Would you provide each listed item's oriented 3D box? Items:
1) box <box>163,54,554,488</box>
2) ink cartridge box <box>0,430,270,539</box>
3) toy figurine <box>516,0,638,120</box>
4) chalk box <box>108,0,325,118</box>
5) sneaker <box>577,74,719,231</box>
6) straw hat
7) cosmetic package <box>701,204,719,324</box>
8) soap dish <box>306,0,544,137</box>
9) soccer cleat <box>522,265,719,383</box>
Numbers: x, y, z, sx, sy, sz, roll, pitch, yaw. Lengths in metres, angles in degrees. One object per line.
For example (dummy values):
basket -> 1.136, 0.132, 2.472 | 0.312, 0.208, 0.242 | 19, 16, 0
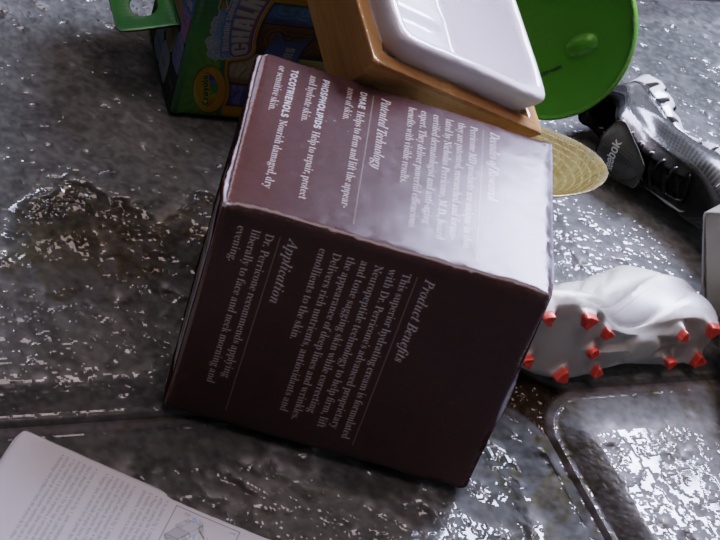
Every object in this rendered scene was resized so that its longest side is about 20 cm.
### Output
box -> 0.000, 0.000, 1.010 | 0.198, 0.167, 0.165 | 16, 37, -7
ink cartridge box -> -0.138, 0.187, 0.822 | 0.172, 0.044, 0.201 | 23, 38, 2
toy figurine -> 0.150, -0.204, 1.374 | 0.151, 0.198, 0.184 | 68, 22, -5
chalk box -> -0.089, -0.199, 1.241 | 0.198, 0.125, 0.125 | 4, 41, -22
sneaker -> 0.237, -0.087, 1.313 | 0.090, 0.067, 0.201 | -5, 42, -25
straw hat -> 0.075, -0.052, 1.175 | 0.199, 0.086, 0.201 | 9, 22, -4
cosmetic package -> 0.347, -0.024, 1.231 | 0.103, 0.088, 0.199 | 10, 23, 37
soap dish -> 0.033, -0.181, 1.112 | 0.156, 0.081, 0.202 | 17, 46, -39
soccer cleat -> 0.163, 0.032, 1.136 | 0.198, 0.070, 0.078 | 2, 36, -34
